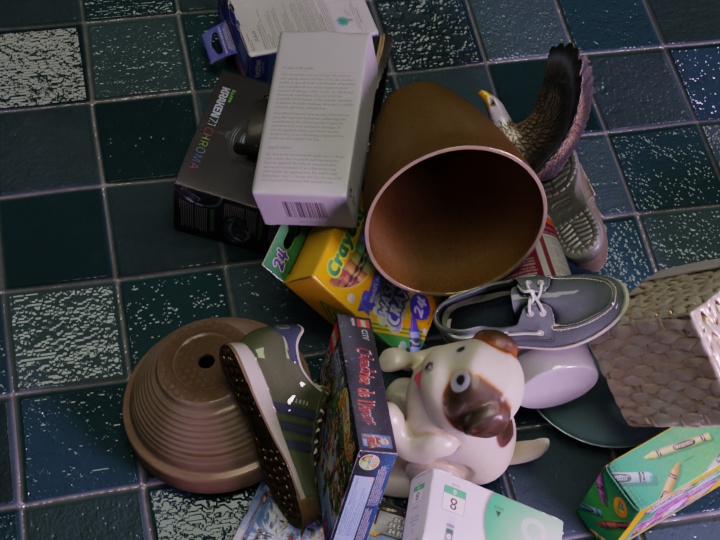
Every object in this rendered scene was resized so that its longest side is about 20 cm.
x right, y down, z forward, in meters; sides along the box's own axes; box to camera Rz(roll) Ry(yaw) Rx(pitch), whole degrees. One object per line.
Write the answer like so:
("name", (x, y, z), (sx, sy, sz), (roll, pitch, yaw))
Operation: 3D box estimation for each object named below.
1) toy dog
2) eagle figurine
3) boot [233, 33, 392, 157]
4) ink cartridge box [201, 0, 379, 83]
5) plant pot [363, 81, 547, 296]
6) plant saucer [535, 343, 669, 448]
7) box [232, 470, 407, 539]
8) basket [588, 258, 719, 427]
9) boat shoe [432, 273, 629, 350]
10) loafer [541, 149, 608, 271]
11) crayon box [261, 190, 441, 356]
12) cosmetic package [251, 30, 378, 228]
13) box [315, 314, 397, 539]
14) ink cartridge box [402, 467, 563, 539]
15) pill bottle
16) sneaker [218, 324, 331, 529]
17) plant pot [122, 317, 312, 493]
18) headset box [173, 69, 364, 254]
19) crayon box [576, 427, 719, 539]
("toy dog", (0.100, 0.145, 1.349), (0.193, 0.200, 0.140), (20, 59, 6))
("eagle figurine", (0.193, -0.155, 1.524), (0.200, 0.151, 0.152), (-34, 39, 11))
("boot", (-0.048, -0.196, 1.506), (0.138, 0.078, 0.200), (15, 58, 6))
("ink cartridge box", (-0.094, -0.303, 1.670), (0.199, 0.076, 0.137), (-12, 60, -16))
("plant pot", (0.078, -0.107, 1.416), (0.186, 0.187, 0.200), (-4, 39, -10))
("plant saucer", (0.267, 0.109, 1.495), (0.199, 0.027, 0.201), (3, 59, -5))
("box", (-0.024, 0.283, 1.341), (0.199, 0.040, 0.137), (23, 58, 7))
("basket", (0.334, 0.074, 1.335), (0.123, 0.200, 0.136), (-28, 95, -25))
("boat shoe", (0.166, 0.041, 1.349), (0.199, 0.062, 0.073), (-10, 70, 25))
("loafer", (0.242, -0.074, 1.588), (0.075, 0.070, 0.200), (-23, 48, 14))
("crayon box", (0.000, 0.000, 1.443), (0.200, 0.051, 0.126), (41, 56, -29))
("cosmetic package", (-0.045, -0.148, 1.410), (0.101, 0.071, 0.201), (3, 65, 11))
("box", (-0.011, 0.158, 1.324), (0.038, 0.137, 0.200), (7, 34, -13))
("ink cartridge box", (0.112, 0.311, 1.306), (0.161, 0.050, 0.201), (25, 53, -20))
("pill bottle", (0.181, 0.039, 1.447), (0.109, 0.110, 0.201), (-7, 59, -12))
("sneaker", (-0.060, 0.144, 1.311), (0.090, 0.067, 0.201), (-27, 105, -27))
("plant pot", (-0.150, 0.116, 1.375), (0.200, 0.093, 0.201), (-3, 52, 4))
("headset box", (-0.092, -0.112, 1.544), (0.199, 0.093, 0.175), (17, 59, 2))
("crayon box", (0.329, 0.203, 1.391), (0.200, 0.119, 0.058), (-25, 65, -21))
